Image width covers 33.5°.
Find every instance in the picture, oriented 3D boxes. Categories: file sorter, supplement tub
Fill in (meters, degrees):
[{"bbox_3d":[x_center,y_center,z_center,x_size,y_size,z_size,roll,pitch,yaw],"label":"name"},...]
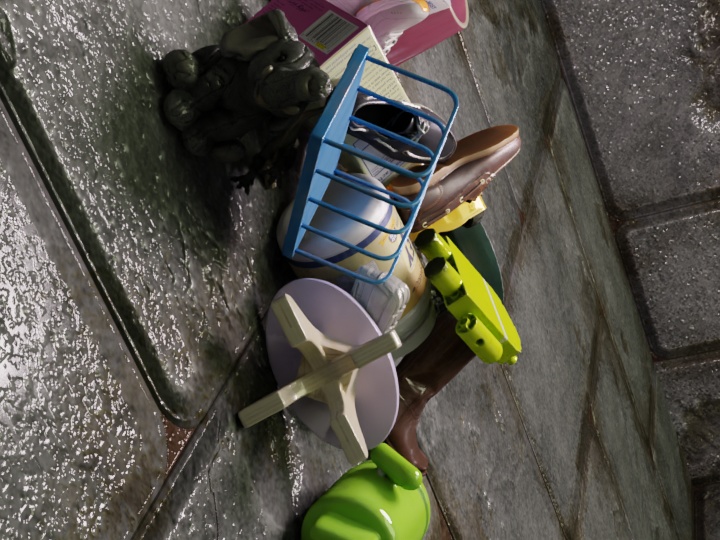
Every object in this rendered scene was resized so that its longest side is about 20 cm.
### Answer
[{"bbox_3d":[0.010,-0.100,1.247,0.200,0.122,0.139,110,4,-54],"label":"file sorter"},{"bbox_3d":[0.000,0.000,1.439,0.145,0.144,0.201,-77,147,-49],"label":"supplement tub"}]

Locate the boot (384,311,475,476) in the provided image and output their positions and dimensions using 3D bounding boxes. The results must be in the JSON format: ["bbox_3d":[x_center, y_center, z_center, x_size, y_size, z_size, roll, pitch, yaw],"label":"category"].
[{"bbox_3d":[0.097,0.156,1.530,0.064,0.200,0.186,38,-5,39],"label":"boot"}]

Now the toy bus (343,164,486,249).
[{"bbox_3d":[0.055,-0.122,1.578,0.200,0.135,0.193,-8,-77,69],"label":"toy bus"}]

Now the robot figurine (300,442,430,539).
[{"bbox_3d":[0.008,0.281,1.325,0.200,0.115,0.177,-28,133,-66],"label":"robot figurine"}]

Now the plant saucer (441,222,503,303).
[{"bbox_3d":[0.142,-0.025,1.721,0.200,0.036,0.201,90,-26,-59],"label":"plant saucer"}]

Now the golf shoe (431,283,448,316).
[{"bbox_3d":[0.083,0.031,1.757,0.088,0.077,0.200,59,15,24],"label":"golf shoe"}]

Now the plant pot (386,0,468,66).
[{"bbox_3d":[0.056,-0.395,1.772,0.200,0.178,0.201,-13,90,-70],"label":"plant pot"}]

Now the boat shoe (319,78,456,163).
[{"bbox_3d":[0.043,-0.160,1.373,0.199,0.073,0.063,18,15,-39],"label":"boat shoe"}]

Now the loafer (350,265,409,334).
[{"bbox_3d":[-0.012,0.086,1.367,0.201,0.070,0.070,-63,168,18],"label":"loafer"}]

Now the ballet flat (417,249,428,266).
[{"bbox_3d":[0.073,-0.044,1.731,0.072,0.071,0.200,65,-7,-26],"label":"ballet flat"}]

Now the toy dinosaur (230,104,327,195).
[{"bbox_3d":[-0.092,-0.126,1.327,0.047,0.200,0.088,41,62,-8],"label":"toy dinosaur"}]

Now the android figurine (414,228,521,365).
[{"bbox_3d":[0.136,0.039,1.462,0.200,0.041,0.182,48,16,-35],"label":"android figurine"}]

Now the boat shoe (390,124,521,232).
[{"bbox_3d":[0.121,-0.115,1.474,0.199,0.070,0.071,-30,115,-24],"label":"boat shoe"}]

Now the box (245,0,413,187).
[{"bbox_3d":[-0.028,-0.222,1.450,0.176,0.097,0.200,41,-11,47],"label":"box"}]

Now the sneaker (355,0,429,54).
[{"bbox_3d":[0.015,-0.293,1.574,0.076,0.199,0.093,-8,82,-50],"label":"sneaker"}]

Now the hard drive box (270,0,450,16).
[{"bbox_3d":[-0.001,-0.378,1.589,0.156,0.199,0.077,20,59,-66],"label":"hard drive box"}]

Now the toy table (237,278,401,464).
[{"bbox_3d":[-0.038,0.106,1.268,0.200,0.184,0.117,51,7,3],"label":"toy table"}]

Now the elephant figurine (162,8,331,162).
[{"bbox_3d":[-0.093,-0.196,1.236,0.141,0.199,0.156,26,51,-56],"label":"elephant figurine"}]
